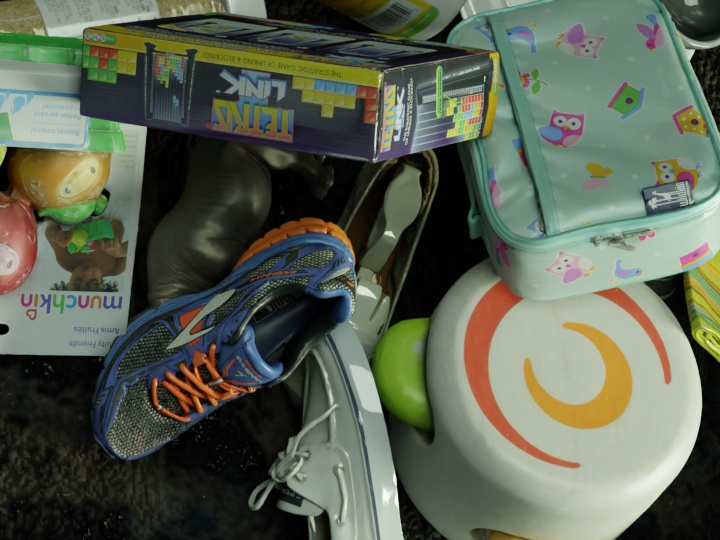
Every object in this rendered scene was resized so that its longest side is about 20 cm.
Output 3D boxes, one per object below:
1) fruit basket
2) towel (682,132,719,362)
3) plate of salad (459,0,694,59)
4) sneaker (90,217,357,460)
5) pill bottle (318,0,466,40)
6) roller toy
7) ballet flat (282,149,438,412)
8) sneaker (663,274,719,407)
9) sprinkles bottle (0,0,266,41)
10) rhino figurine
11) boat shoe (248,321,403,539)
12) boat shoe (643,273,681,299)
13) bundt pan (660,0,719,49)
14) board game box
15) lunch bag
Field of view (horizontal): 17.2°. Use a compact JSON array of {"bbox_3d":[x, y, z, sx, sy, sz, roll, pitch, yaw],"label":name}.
[{"bbox_3d":[-0.216,-0.045,1.443,0.184,0.094,0.201,3,95,-27],"label":"fruit basket"},{"bbox_3d":[0.230,-0.027,1.565,0.086,0.018,0.201,39,38,-45],"label":"towel"},{"bbox_3d":[0.150,-0.204,1.675,0.199,0.048,0.201,5,78,-21],"label":"plate of salad"},{"bbox_3d":[-0.083,0.047,1.451,0.200,0.078,0.075,-41,119,4],"label":"sneaker"},{"bbox_3d":[-0.023,-0.237,1.558,0.199,0.111,0.112,24,65,-31],"label":"pill bottle"},{"bbox_3d":[0.115,0.092,1.517,0.182,0.140,0.200,-37,78,-29],"label":"roller toy"},{"bbox_3d":[0.000,0.000,1.546,0.067,0.062,0.201,24,67,-13],"label":"ballet flat"},{"bbox_3d":[0.186,0.006,1.609,0.114,0.076,0.200,-13,75,-22],"label":"sneaker"},{"bbox_3d":[-0.162,-0.152,1.531,0.199,0.068,0.069,-12,78,-23],"label":"sprinkles bottle"},{"bbox_3d":[-0.090,-0.015,1.515,0.087,0.060,0.201,28,80,-24],"label":"rhino figurine"},{"bbox_3d":[-0.027,0.133,1.483,0.086,0.075,0.203,-11,97,-15],"label":"boat shoe"},{"bbox_3d":[0.161,-0.076,1.562,0.067,0.057,0.201,-10,62,-25],"label":"boat shoe"},{"bbox_3d":[0.202,-0.238,1.627,0.201,0.076,0.203,9,73,-31],"label":"bundt pan"},{"bbox_3d":[-0.040,-0.111,1.417,0.165,0.199,0.057,-20,117,-60],"label":"board game box"},{"bbox_3d":[0.136,-0.080,1.485,0.160,0.077,0.201,-10,55,-5],"label":"lunch bag"}]
